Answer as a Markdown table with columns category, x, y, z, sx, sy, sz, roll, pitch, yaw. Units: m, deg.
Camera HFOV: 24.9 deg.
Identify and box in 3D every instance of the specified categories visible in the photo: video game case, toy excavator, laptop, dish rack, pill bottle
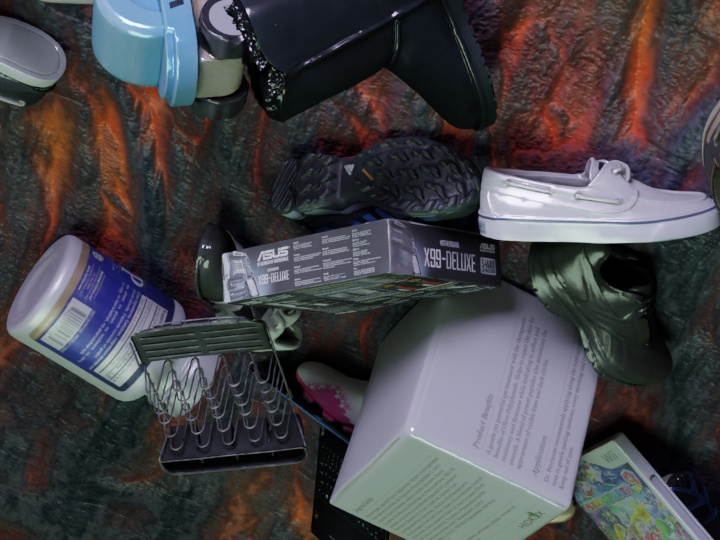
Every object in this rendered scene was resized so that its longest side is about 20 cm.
| category | x | y | z | sx | sy | sz | roll | pitch | yaw |
| --- | --- | --- | --- | --- | --- | --- | --- | --- | --- |
| video game case | 0.297 | 0.265 | 1.692 | 0.200 | 0.018 | 0.143 | 50 | 152 | 2 |
| toy excavator | -0.191 | -0.214 | 1.265 | 0.199 | 0.195 | 0.100 | -4 | 150 | -17 |
| laptop | -0.047 | 0.221 | 1.740 | 0.103 | 0.201 | 0.177 | -1 | -167 | -26 |
| dish rack | -0.141 | 0.121 | 1.606 | 0.153 | 0.055 | 0.200 | -7 | 139 | 6 |
| pill bottle | -0.248 | 0.063 | 1.672 | 0.200 | 0.120 | 0.120 | 35 | 142 | -23 |

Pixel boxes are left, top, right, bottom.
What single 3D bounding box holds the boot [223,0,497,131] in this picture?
| category | x | y | z | sx | sy | sz | roll | pitch | yaw |
| --- | --- | --- | --- | --- | --- | --- | --- | --- | --- |
| boot | 0.001 | -0.155 | 1.218 | 0.168 | 0.076 | 0.200 | -29 | 132 | -5 |

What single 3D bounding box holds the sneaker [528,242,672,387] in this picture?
| category | x | y | z | sx | sy | sz | roll | pitch | yaw |
| --- | --- | --- | --- | --- | --- | --- | --- | --- | --- |
| sneaker | 0.232 | 0.035 | 1.454 | 0.091 | 0.076 | 0.200 | -20 | 133 | 34 |

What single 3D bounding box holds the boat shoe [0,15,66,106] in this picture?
| category | x | y | z | sx | sy | sz | roll | pitch | yaw |
| --- | --- | --- | --- | --- | --- | --- | --- | --- | --- |
| boat shoe | -0.353 | -0.202 | 1.394 | 0.200 | 0.076 | 0.060 | 32 | 138 | -17 |

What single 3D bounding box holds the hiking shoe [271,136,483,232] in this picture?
| category | x | y | z | sx | sy | sz | roll | pitch | yaw |
| --- | --- | --- | --- | --- | --- | --- | --- | --- | --- |
| hiking shoe | 0.024 | -0.068 | 1.422 | 0.199 | 0.075 | 0.087 | 2 | 160 | 29 |

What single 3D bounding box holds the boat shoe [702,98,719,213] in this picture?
| category | x | y | z | sx | sy | sz | roll | pitch | yaw |
| --- | --- | --- | --- | --- | --- | --- | --- | --- | --- |
| boat shoe | 0.296 | -0.096 | 1.237 | 0.074 | 0.073 | 0.200 | 10 | 145 | 12 |

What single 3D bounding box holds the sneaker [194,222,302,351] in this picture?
| category | x | y | z | sx | sy | sz | roll | pitch | yaw |
| --- | --- | --- | --- | --- | --- | --- | --- | --- | --- |
| sneaker | -0.103 | 0.018 | 1.589 | 0.088 | 0.074 | 0.200 | 7 | 154 | 17 |

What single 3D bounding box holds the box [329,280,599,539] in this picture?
| category | x | y | z | sx | sy | sz | roll | pitch | yaw |
| --- | --- | --- | --- | --- | --- | --- | --- | --- | --- |
| box | 0.102 | 0.142 | 1.545 | 0.171 | 0.199 | 0.200 | 26 | 145 | -11 |

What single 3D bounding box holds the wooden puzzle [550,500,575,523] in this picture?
| category | x | y | z | sx | sy | sz | roll | pitch | yaw |
| --- | --- | --- | --- | --- | --- | --- | --- | --- | --- |
| wooden puzzle | 0.136 | 0.251 | 1.750 | 0.184 | 0.037 | 0.200 | -6 | 166 | 8 |

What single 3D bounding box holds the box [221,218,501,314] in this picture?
| category | x | y | z | sx | sy | sz | roll | pitch | yaw |
| --- | --- | --- | --- | --- | --- | --- | --- | --- | --- |
| box | 0.000 | 0.000 | 1.455 | 0.200 | 0.050 | 0.157 | -11 | 168 | 41 |

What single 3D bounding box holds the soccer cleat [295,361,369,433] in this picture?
| category | x | y | z | sx | sy | sz | roll | pitch | yaw |
| --- | --- | --- | --- | --- | --- | --- | --- | --- | --- |
| soccer cleat | 0.027 | 0.145 | 1.717 | 0.200 | 0.070 | 0.086 | 38 | 105 | -8 |

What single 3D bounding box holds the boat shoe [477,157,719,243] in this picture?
| category | x | y | z | sx | sy | sz | roll | pitch | yaw |
| --- | --- | --- | --- | --- | --- | --- | --- | --- | --- |
| boat shoe | 0.197 | -0.060 | 1.337 | 0.199 | 0.074 | 0.066 | -2 | 104 | -2 |

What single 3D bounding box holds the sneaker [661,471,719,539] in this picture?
| category | x | y | z | sx | sy | sz | roll | pitch | yaw |
| --- | --- | --- | --- | --- | --- | --- | --- | --- | --- |
| sneaker | 0.357 | 0.286 | 1.748 | 0.077 | 0.076 | 0.200 | -10 | 127 | 44 |
